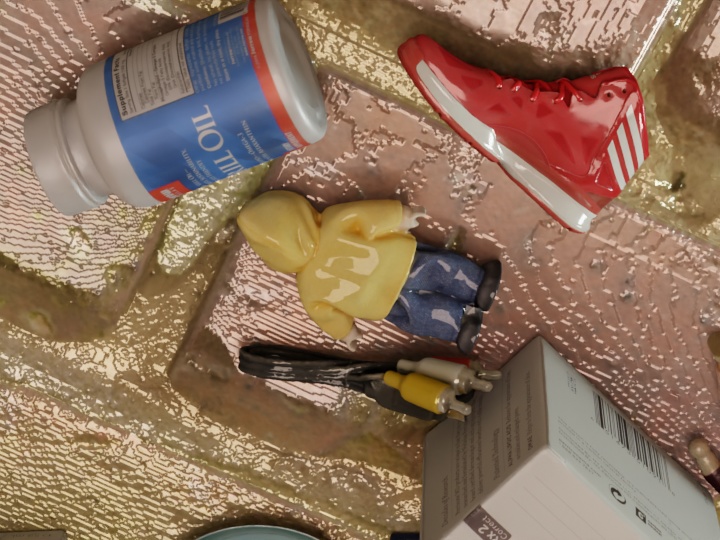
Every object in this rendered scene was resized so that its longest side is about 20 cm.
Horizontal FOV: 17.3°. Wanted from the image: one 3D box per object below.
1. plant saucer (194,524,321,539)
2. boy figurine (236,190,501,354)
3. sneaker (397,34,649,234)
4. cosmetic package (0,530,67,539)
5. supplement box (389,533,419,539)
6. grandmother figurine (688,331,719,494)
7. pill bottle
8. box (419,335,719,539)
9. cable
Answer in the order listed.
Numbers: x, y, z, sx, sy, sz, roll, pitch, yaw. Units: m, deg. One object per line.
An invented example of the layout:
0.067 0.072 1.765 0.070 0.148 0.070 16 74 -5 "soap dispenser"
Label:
-0.078 0.287 1.895 0.199 0.027 0.201 1 112 3 "plant saucer"
0.000 0.000 1.751 0.199 0.064 0.125 19 113 -4 "boy figurine"
0.127 -0.128 1.696 0.200 0.078 0.116 40 101 -25 "sneaker"
-0.333 0.300 1.821 0.198 0.200 0.124 -3 113 4 "cosmetic package"
0.072 0.294 1.795 0.109 0.200 0.109 -1 112 3 "supplement box"
0.314 0.146 1.801 0.121 0.061 0.201 7 119 30 "grandmother figurine"
-0.134 -0.111 1.687 0.199 0.112 0.113 -21 110 12 "pill bottle"
0.157 0.188 1.746 0.199 0.200 0.131 42 108 -14 "box"
0.010 0.070 1.783 0.199 0.097 0.051 17 113 18 "cable"
